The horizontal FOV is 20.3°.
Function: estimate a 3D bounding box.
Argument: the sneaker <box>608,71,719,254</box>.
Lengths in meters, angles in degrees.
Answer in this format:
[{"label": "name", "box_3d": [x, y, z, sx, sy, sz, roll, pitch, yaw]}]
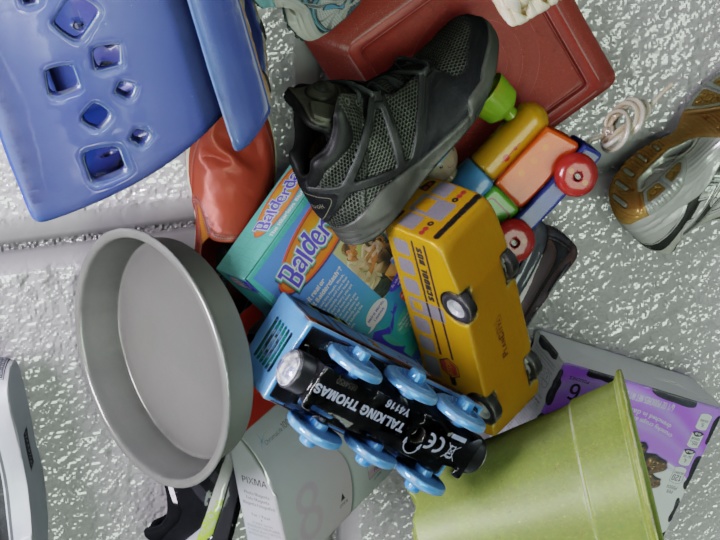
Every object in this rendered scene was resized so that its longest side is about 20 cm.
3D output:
[{"label": "sneaker", "box_3d": [0.297, -0.095, 1.670, 0.199, 0.076, 0.088, -38, 134, 4]}]

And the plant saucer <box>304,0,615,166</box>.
[{"label": "plant saucer", "box_3d": [0.086, -0.163, 1.580, 0.199, 0.037, 0.200, -35, 119, 0]}]

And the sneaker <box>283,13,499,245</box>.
[{"label": "sneaker", "box_3d": [0.020, -0.128, 1.491, 0.200, 0.076, 0.114, -51, 124, -8]}]

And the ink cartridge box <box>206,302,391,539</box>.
[{"label": "ink cartridge box", "box_3d": [-0.043, 0.112, 1.601, 0.162, 0.057, 0.202, -40, 133, -46]}]

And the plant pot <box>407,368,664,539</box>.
[{"label": "plant pot", "box_3d": [0.141, 0.197, 1.610, 0.188, 0.201, 0.202, -13, 118, 8]}]

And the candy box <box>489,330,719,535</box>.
[{"label": "candy box", "box_3d": [0.194, 0.173, 1.742, 0.166, 0.072, 0.201, 16, 107, -23]}]

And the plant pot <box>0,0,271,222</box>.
[{"label": "plant pot", "box_3d": [-0.164, -0.174, 1.382, 0.178, 0.200, 0.202, -14, 116, 3]}]

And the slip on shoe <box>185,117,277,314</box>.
[{"label": "slip on shoe", "box_3d": [-0.099, -0.044, 1.558, 0.073, 0.061, 0.202, 0, 111, -16]}]

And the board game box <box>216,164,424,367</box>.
[{"label": "board game box", "box_3d": [0.000, 0.000, 1.581, 0.153, 0.045, 0.200, -54, 126, -13]}]

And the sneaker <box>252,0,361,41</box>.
[{"label": "sneaker", "box_3d": [-0.019, -0.211, 1.439, 0.085, 0.200, 0.078, -6, 90, 15]}]

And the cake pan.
[{"label": "cake pan", "box_3d": [-0.147, 0.063, 1.524, 0.037, 0.199, 0.202, -17, 120, -38]}]

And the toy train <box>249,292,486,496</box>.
[{"label": "toy train", "box_3d": [0.008, 0.095, 1.513, 0.199, 0.114, 0.087, 26, 102, -34]}]

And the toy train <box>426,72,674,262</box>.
[{"label": "toy train", "box_3d": [0.134, -0.110, 1.560, 0.116, 0.085, 0.200, 42, 96, -15]}]

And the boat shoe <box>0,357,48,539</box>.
[{"label": "boat shoe", "box_3d": [-0.285, 0.160, 1.589, 0.056, 0.069, 0.202, -3, 114, 4]}]

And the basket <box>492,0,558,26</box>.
[{"label": "basket", "box_3d": [0.106, -0.316, 1.420, 0.160, 0.199, 0.200, -34, 130, 5]}]

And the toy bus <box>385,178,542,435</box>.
[{"label": "toy bus", "box_3d": [0.081, 0.031, 1.556, 0.065, 0.078, 0.201, -44, 136, -30]}]

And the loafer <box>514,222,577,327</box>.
[{"label": "loafer", "box_3d": [0.115, 0.053, 1.668, 0.063, 0.072, 0.201, 22, 102, -29]}]

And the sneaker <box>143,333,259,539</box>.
[{"label": "sneaker", "box_3d": [-0.129, 0.145, 1.624, 0.082, 0.072, 0.202, 15, 96, 3]}]
